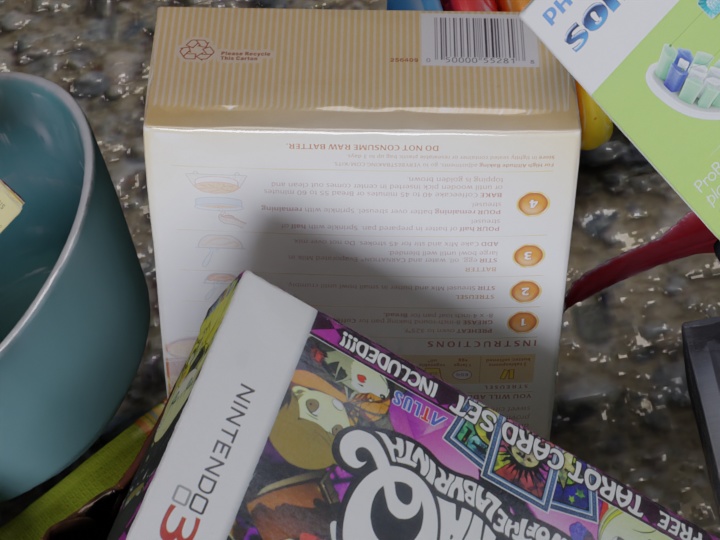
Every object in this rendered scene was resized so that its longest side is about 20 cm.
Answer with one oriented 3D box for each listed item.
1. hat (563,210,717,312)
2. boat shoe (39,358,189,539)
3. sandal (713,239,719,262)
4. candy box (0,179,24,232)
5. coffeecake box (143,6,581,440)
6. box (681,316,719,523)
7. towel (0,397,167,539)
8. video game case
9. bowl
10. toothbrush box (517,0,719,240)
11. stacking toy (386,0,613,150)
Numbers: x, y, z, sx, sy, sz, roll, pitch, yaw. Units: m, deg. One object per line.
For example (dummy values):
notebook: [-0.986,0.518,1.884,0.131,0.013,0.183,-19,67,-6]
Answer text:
hat: [0.204,-0.020,0.863,0.199,0.166,0.177,25,90,1]
boat shoe: [-0.082,0.105,0.720,0.070,0.200,0.071,23,29,-26]
sandal: [0.186,0.057,0.719,0.043,0.076,0.200,-50,40,20]
candy box: [-0.243,0.012,0.809,0.200,0.055,0.115,-49,43,-9]
coffeecake box: [0.000,0.000,0.777,0.153,0.200,0.073,1,43,0]
box: [0.215,0.091,0.751,0.158,0.048,0.200,-11,43,5]
towel: [-0.093,0.102,0.848,0.200,0.018,0.086,-38,46,-23]
video game case: [0.014,0.119,0.617,0.200,0.036,0.182,30,51,-10]
bowl: [-0.171,0.024,0.866,0.200,0.105,0.201,-19,45,20]
toothbrush box: [0.170,-0.038,0.688,0.086,0.145,0.200,-45,66,18]
stacking toy: [0.119,-0.102,0.939,0.199,0.116,0.110,-12,41,-2]
